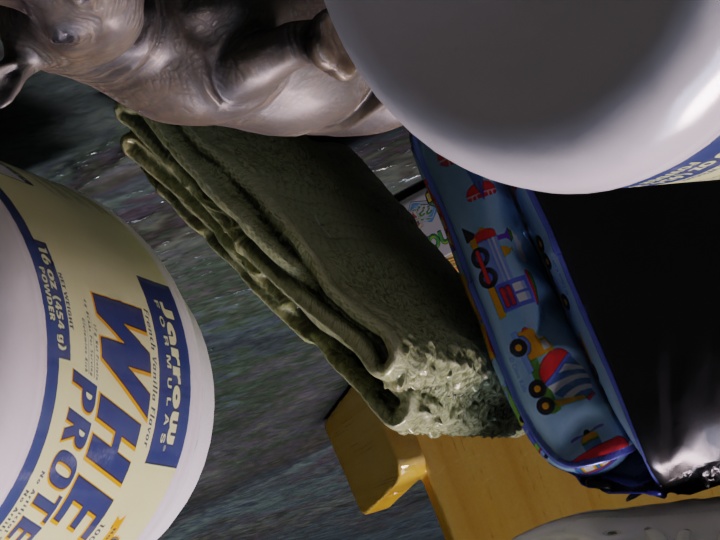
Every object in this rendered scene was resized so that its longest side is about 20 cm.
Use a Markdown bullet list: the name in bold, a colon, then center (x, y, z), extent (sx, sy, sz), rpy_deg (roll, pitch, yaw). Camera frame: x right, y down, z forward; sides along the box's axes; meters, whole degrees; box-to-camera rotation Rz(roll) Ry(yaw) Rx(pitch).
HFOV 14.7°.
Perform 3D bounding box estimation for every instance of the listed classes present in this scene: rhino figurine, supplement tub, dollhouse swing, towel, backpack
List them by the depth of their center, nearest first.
- **supplement tub**: center (0.100, -0.095, 0.656), extent (0.199, 0.146, 0.145), rpy_deg (-6, 163, -44)
- **rhino figurine**: center (-0.040, -0.069, 0.775), extent (0.087, 0.060, 0.199), rpy_deg (-14, 170, 42)
- **supplement tub**: center (-0.135, 0.035, 0.866), extent (0.144, 0.146, 0.200), rpy_deg (-21, 168, 13)
- **towel**: center (0.000, 0.000, 0.970), extent (0.036, 0.148, 0.200), rpy_deg (-46, 162, 8)
- **backpack**: center (0.120, -0.012, 0.993), extent (0.134, 0.183, 0.200), rpy_deg (-24, 173, 14)
- **dollhouse swing**: center (0.110, 0.126, 1.606), extent (0.199, 0.177, 0.182), rpy_deg (-16, 168, -14)

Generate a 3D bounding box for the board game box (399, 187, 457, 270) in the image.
- **board game box**: center (0.084, -0.019, 1.249), extent (0.126, 0.035, 0.200), rpy_deg (-27, 165, 36)

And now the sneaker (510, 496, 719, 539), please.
- **sneaker**: center (0.120, 0.112, 0.924), extent (0.199, 0.075, 0.099), rpy_deg (-11, 175, 33)
